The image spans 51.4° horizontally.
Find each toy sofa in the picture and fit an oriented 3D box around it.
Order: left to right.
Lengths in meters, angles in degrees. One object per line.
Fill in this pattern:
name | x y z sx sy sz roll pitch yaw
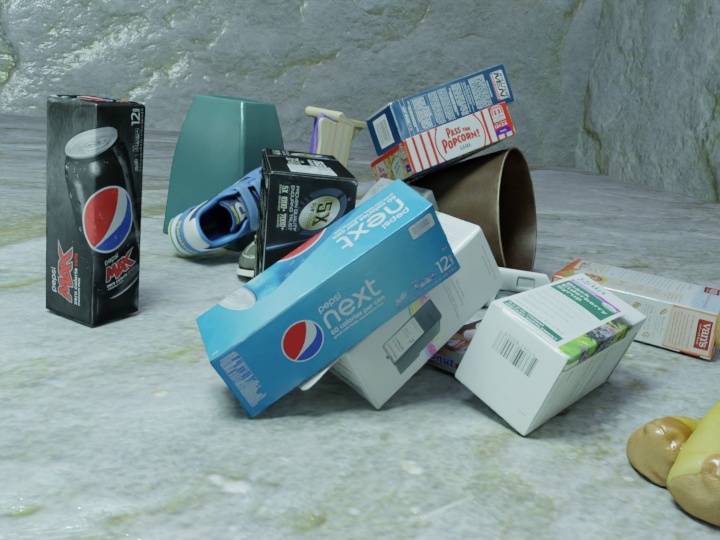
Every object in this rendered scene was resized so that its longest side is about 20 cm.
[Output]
toy sofa | -0.066 -0.144 1.153 0.096 0.206 0.082 1 14 -44

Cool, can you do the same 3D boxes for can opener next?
can opener | 0.141 0.019 0.926 0.194 0.054 0.066 10 15 12

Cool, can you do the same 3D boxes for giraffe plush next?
giraffe plush | 0.303 0.081 0.534 0.170 0.167 0.197 19 19 42

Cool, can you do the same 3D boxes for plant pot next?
plant pot | -0.193 -0.153 1.119 0.138 0.206 0.141 13 14 23
plant pot | 0.129 -0.065 1.053 0.195 0.193 0.186 -2 8 28

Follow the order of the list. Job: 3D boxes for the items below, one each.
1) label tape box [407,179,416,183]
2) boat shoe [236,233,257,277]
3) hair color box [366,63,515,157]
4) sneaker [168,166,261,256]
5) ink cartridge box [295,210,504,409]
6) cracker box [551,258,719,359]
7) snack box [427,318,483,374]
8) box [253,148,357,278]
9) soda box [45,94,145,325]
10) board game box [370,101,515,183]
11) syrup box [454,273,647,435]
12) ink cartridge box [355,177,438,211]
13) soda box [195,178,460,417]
label tape box | 0.091 -0.141 1.218 0.062 0.206 0.143 0 15 -31
boat shoe | -0.109 -0.034 0.986 0.070 0.062 0.202 10 14 12
hair color box | 0.116 -0.233 1.092 0.196 0.062 0.100 -23 5 -21
sneaker | -0.155 -0.081 0.989 0.198 0.075 0.082 -37 13 -27
ink cartridge box | 0.013 0.036 0.646 0.199 0.068 0.116 -41 33 -16
cracker box | 0.347 0.042 0.936 0.196 0.059 0.133 14 16 29
snack box | 0.143 0.074 0.769 0.071 0.025 0.198 20 18 35
box | -0.064 -0.030 0.777 0.083 0.169 0.200 4 13 -10
soda box | -0.251 -0.058 0.708 0.069 0.206 0.063 13 16 26
board game box | 0.106 -0.165 1.035 0.148 0.047 0.200 -22 3 -11
syrup box | 0.175 0.066 0.667 0.078 0.083 0.198 38 28 28
ink cartridge box | 0.006 -0.035 0.962 0.098 0.040 0.200 21 59 43
soda box | -0.026 0.018 0.578 0.198 0.065 0.068 -34 32 -5
